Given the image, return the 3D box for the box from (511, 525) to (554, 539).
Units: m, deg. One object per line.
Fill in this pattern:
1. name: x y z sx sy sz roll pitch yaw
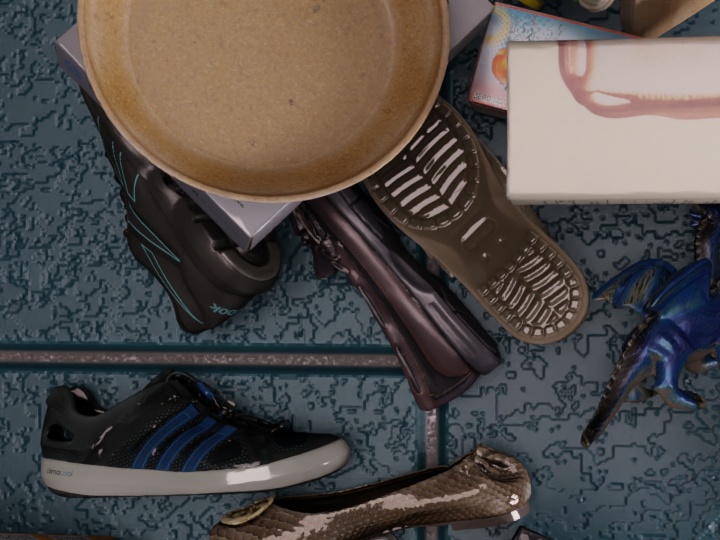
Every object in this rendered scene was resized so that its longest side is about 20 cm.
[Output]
1. box: 0.169 0.209 0.874 0.200 0.158 0.051 26 85 8

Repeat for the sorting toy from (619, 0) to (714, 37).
1. sorting toy: 0.218 -0.221 0.855 0.199 0.200 0.070 -33 83 7

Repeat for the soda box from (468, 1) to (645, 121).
1. soda box: 0.169 -0.103 0.927 0.200 0.068 0.064 16 91 8

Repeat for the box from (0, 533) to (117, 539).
1. box: -0.240 0.219 0.938 0.200 0.041 0.119 10 90 -34

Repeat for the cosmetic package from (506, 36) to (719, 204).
1. cosmetic package: 0.181 -0.080 0.838 0.200 0.103 0.087 -1 92 8

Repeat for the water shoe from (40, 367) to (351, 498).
1. water shoe: -0.107 0.100 0.966 0.200 0.072 0.079 -4 86 9

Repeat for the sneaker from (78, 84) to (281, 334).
1. sneaker: -0.130 -0.050 0.972 0.079 0.075 0.200 -48 65 36

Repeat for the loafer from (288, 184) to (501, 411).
1. loafer: 0.000 0.000 0.954 0.063 0.072 0.200 -43 86 10

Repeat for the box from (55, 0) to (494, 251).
1. box: -0.047 -0.134 0.884 0.200 0.041 0.156 -44 88 -15

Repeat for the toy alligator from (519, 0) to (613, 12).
1. toy alligator: 0.118 -0.178 0.901 0.054 0.200 0.059 22 107 -28

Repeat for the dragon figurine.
1. dragon figurine: 0.176 0.025 0.895 0.200 0.059 0.099 -24 105 -29

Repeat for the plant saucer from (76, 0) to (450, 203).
1. plant saucer: -0.052 -0.130 0.843 0.200 0.035 0.200 2 79 -8

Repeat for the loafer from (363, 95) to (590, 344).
1. loafer: 0.067 -0.029 0.945 0.076 0.068 0.200 -37 67 5

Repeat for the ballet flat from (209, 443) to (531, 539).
1. ballet flat: 0.004 0.140 0.948 0.200 0.067 0.046 -9 101 4

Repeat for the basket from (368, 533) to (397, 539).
1. basket: -0.037 0.267 0.925 0.200 0.123 0.136 -33 85 6
